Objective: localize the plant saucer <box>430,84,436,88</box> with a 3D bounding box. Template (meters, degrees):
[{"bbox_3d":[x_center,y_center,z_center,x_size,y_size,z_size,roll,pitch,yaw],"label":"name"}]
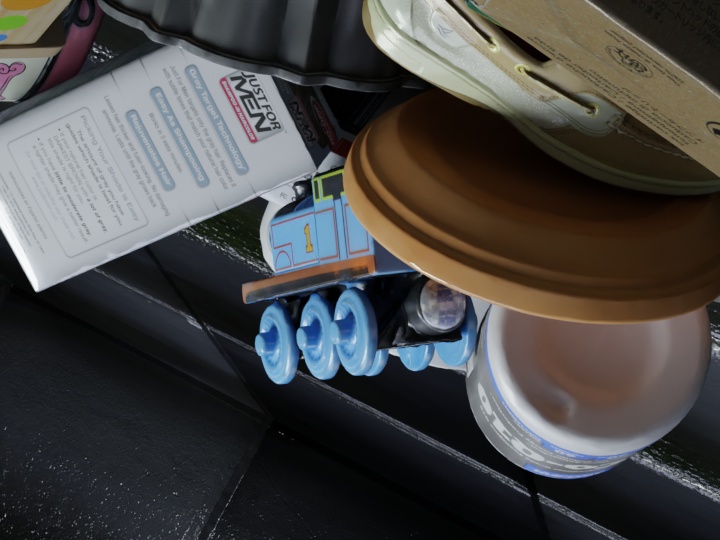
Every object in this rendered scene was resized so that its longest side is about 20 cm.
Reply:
[{"bbox_3d":[0.004,-0.158,1.216,0.200,0.039,0.201,27,167,7],"label":"plant saucer"}]

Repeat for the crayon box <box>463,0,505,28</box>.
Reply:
[{"bbox_3d":[0.159,-0.121,0.819,0.199,0.126,0.052,29,167,1],"label":"crayon box"}]

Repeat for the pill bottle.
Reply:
[{"bbox_3d":[0.115,0.052,1.080,0.113,0.114,0.200,28,169,4],"label":"pill bottle"}]

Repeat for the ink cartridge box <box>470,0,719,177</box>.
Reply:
[{"bbox_3d":[0.163,-0.118,0.731,0.199,0.166,0.075,33,169,-15],"label":"ink cartridge box"}]

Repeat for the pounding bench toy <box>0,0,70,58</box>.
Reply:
[{"bbox_3d":[-0.215,-0.187,0.946,0.198,0.125,0.156,-5,165,-33],"label":"pounding bench toy"}]

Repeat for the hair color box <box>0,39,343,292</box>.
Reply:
[{"bbox_3d":[-0.121,-0.074,1.154,0.199,0.061,0.100,-22,105,23],"label":"hair color box"}]

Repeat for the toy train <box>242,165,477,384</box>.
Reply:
[{"bbox_3d":[0.000,0.000,1.100,0.086,0.116,0.200,-3,176,-25],"label":"toy train"}]

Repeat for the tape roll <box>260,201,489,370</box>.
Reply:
[{"bbox_3d":[0.038,-0.023,1.310,0.201,0.071,0.203,18,-153,-10],"label":"tape roll"}]

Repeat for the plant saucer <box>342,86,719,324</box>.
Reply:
[{"bbox_3d":[0.091,-0.042,0.983,0.198,0.038,0.201,9,-151,-5],"label":"plant saucer"}]

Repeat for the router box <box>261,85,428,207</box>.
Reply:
[{"bbox_3d":[-0.013,-0.088,1.253,0.199,0.049,0.180,26,-153,3],"label":"router box"}]

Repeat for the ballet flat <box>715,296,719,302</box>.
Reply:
[{"bbox_3d":[0.203,-0.009,1.123,0.199,0.069,0.071,7,-135,-53],"label":"ballet flat"}]

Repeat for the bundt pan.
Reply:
[{"bbox_3d":[-0.039,-0.164,1.045,0.200,0.076,0.202,12,-159,-5],"label":"bundt pan"}]

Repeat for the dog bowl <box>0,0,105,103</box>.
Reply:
[{"bbox_3d":[-0.202,-0.192,1.216,0.073,0.202,0.200,12,175,-24],"label":"dog bowl"}]

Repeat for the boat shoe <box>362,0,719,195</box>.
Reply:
[{"bbox_3d":[0.099,-0.100,0.944,0.198,0.074,0.067,23,143,-6],"label":"boat shoe"}]
